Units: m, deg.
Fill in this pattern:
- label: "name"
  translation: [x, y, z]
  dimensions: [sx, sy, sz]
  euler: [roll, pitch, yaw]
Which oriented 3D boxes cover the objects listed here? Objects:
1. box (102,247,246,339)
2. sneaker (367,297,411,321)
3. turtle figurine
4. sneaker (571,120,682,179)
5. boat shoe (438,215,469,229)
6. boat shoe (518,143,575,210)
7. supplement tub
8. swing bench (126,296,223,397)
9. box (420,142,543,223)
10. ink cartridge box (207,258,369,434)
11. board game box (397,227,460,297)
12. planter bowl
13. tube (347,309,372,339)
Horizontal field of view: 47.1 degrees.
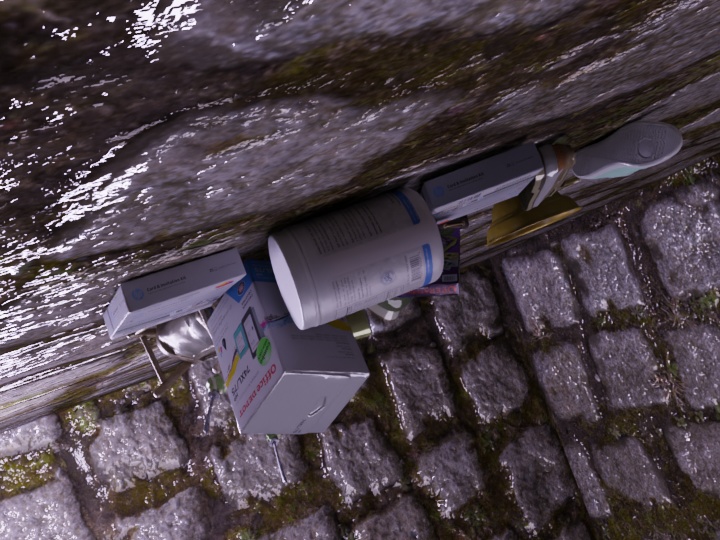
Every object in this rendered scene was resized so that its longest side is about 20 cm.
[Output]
- label: "box"
  translation: [-0.252, 0.034, 1.096]
  dimensions: [0.155, 0.042, 0.200]
  euler: [-19, 176, -26]
- label: "sneaker"
  translation: [0.000, 0.000, 1.292]
  dimensions: [0.090, 0.199, 0.067]
  euler: [-48, -156, 33]
- label: "turtle figurine"
  translation: [-0.192, 0.223, 1.338]
  dimensions: [0.142, 0.202, 0.194]
  euler: [12, 170, -20]
- label: "sneaker"
  translation: [0.461, -0.201, 1.367]
  dimensions: [0.117, 0.075, 0.200]
  euler: [-9, 178, -37]
- label: "boat shoe"
  translation: [0.078, -0.065, 1.306]
  dimensions: [0.198, 0.060, 0.072]
  euler: [-20, 176, -15]
- label: "boat shoe"
  translation: [0.278, -0.141, 1.254]
  dimensions: [0.068, 0.076, 0.200]
  euler: [-15, 174, 1]
- label: "supplement tub"
  translation: [-0.005, -0.017, 1.060]
  dimensions: [0.198, 0.133, 0.132]
  euler: [-19, 175, -14]
- label: "swing bench"
  translation: [-0.240, 0.099, 1.369]
  dimensions: [0.198, 0.131, 0.199]
  euler: [-27, 178, 43]
- label: "box"
  translation: [0.161, -0.114, 1.161]
  dimensions: [0.154, 0.042, 0.200]
  euler: [-20, 174, 0]
- label: "ink cartridge box"
  translation: [-0.107, 0.111, 1.188]
  dimensions: [0.145, 0.201, 0.147]
  euler: [8, 133, -37]
- label: "board game box"
  translation: [0.042, -0.011, 1.167]
  dimensions: [0.198, 0.121, 0.032]
  euler: [-2, 136, 10]
- label: "planter bowl"
  translation: [0.320, -0.120, 1.600]
  dimensions: [0.198, 0.084, 0.200]
  euler: [-21, 174, -2]
- label: "tube"
  translation: [-0.079, 0.115, 1.417]
  dimensions: [0.198, 0.052, 0.058]
  euler: [-19, 137, 2]
